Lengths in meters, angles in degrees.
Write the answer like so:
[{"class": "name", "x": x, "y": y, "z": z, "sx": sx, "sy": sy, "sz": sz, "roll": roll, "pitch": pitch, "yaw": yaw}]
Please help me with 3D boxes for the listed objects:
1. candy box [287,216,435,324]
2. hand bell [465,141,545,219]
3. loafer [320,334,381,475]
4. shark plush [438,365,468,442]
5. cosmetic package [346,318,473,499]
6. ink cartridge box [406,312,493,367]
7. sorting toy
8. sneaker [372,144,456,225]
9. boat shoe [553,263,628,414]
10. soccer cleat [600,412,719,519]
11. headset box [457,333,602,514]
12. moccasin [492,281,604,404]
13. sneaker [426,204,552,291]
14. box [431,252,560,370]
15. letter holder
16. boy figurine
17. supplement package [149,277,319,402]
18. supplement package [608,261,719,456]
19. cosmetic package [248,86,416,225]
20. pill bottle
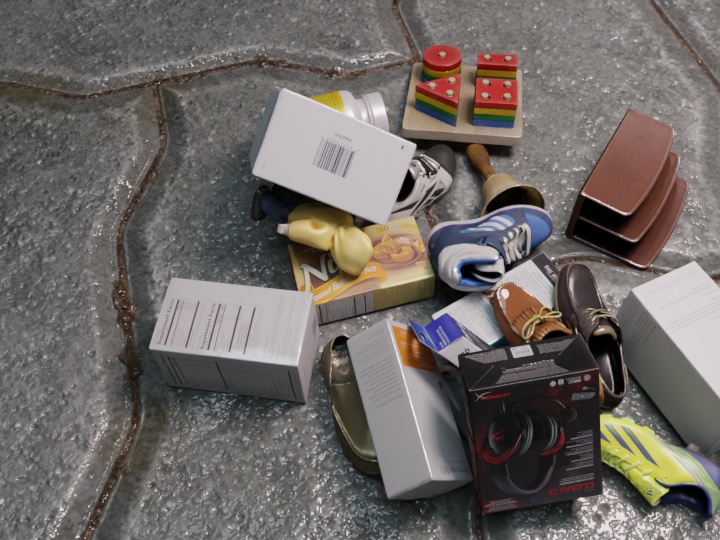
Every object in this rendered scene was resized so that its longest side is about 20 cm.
[{"class": "candy box", "x": 0.000, "y": 0.000, "z": 1.129, "sx": 0.196, "sy": 0.056, "sz": 0.117, "roll": -14, "pitch": 54, "yaw": -5}, {"class": "hand bell", "x": 0.206, "y": -0.150, "z": 1.219, "sx": 0.102, "sy": 0.105, "sz": 0.202, "roll": -12, "pitch": 44, "yaw": -6}, {"class": "loafer", "x": -0.007, "y": 0.169, "z": 1.006, "sx": 0.075, "sy": 0.068, "sz": 0.202, "roll": -21, "pitch": 57, "yaw": -11}, {"class": "shark plush", "x": 0.110, "y": 0.169, "z": 1.005, "sx": 0.197, "sy": 0.091, "sz": 0.084, "roll": 27, "pitch": 91, "yaw": 13}, {"class": "cosmetic package", "x": 0.059, "y": 0.171, "z": 0.953, "sx": 0.071, "sy": 0.101, "sz": 0.203, "roll": -30, "pitch": 62, "yaw": 28}, {"class": "ink cartridge box", "x": 0.151, "y": 0.113, "z": 0.967, "sx": 0.198, "sy": 0.100, "sz": 0.040, "roll": 34, "pitch": 98, "yaw": -14}, {"class": "sorting toy", "x": 0.177, "y": -0.306, "z": 1.306, "sx": 0.194, "sy": 0.070, "sz": 0.202, "roll": 5, "pitch": 47, "yaw": 7}, {"class": "sneaker", "x": 0.091, "y": -0.143, "z": 1.208, "sx": 0.073, "sy": 0.089, "sz": 0.201, "roll": 26, "pitch": 59, "yaw": 21}, {"class": "boat shoe", "x": 0.313, "y": 0.082, "z": 1.018, "sx": 0.073, "sy": 0.073, "sz": 0.204, "roll": -5, "pitch": 73, "yaw": -19}, {"class": "soccer cleat", "x": 0.344, "y": 0.237, "z": 0.946, "sx": 0.197, "sy": 0.065, "sz": 0.085, "roll": 19, "pitch": 60, "yaw": 15}, {"class": "headset box", "x": 0.198, "y": 0.188, "z": 0.898, "sx": 0.145, "sy": 0.203, "sz": 0.075, "roll": -9, "pitch": 27, "yaw": 2}, {"class": "moccasin", "x": 0.237, "y": 0.091, "z": 0.985, "sx": 0.072, "sy": 0.078, "sz": 0.203, "roll": -19, "pitch": 55, "yaw": -12}, {"class": "sneaker", "x": 0.197, "y": -0.022, "z": 1.083, "sx": 0.196, "sy": 0.082, "sz": 0.147, "roll": -9, "pitch": 30, "yaw": -7}, {"class": "box", "x": 0.200, "y": 0.059, "z": 1.083, "sx": 0.197, "sy": 0.050, "sz": 0.083, "roll": -27, "pitch": 59, "yaw": -15}, {"class": "letter holder", "x": 0.422, "y": -0.122, "z": 1.170, "sx": 0.140, "sy": 0.101, "sz": 0.201, "roll": 27, "pitch": 61, "yaw": 18}, {"class": "boy figurine", "x": -0.059, "y": -0.063, "z": 1.106, "sx": 0.198, "sy": 0.065, "sz": 0.124, "roll": 30, "pitch": 32, "yaw": 22}, {"class": "supplement package", "x": -0.163, "y": 0.093, "z": 1.038, "sx": 0.196, "sy": 0.115, "sz": 0.111, "roll": 6, "pitch": 57, "yaw": 6}, {"class": "supplement package", "x": 0.431, "y": 0.113, "z": 0.990, "sx": 0.115, "sy": 0.118, "sz": 0.202, "roll": -19, "pitch": 56, "yaw": -19}, {"class": "cosmetic package", "x": -0.049, "y": -0.169, "z": 1.110, "sx": 0.196, "sy": 0.125, "sz": 0.200, "roll": 20, "pitch": 11, "yaw": -14}, {"class": "pill bottle", "x": -0.058, "y": -0.228, "z": 1.257, "sx": 0.196, "sy": 0.112, "sz": 0.113, "roll": -15, "pitch": 55, "yaw": -7}]
